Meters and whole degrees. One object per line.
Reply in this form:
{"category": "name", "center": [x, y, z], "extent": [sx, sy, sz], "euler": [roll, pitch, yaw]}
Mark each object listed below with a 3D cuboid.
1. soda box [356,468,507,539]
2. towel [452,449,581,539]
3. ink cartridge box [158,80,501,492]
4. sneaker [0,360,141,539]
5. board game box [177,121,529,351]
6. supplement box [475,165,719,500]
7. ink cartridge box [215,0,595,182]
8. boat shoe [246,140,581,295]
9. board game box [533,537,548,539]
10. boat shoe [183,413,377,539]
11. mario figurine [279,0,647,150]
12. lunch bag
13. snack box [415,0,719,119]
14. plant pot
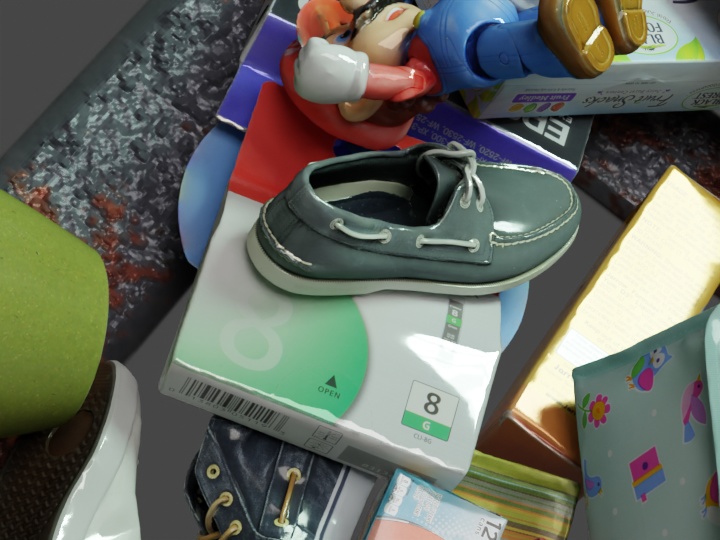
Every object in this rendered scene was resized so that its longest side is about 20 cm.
{"category": "soda box", "center": [0.002, 0.202, 1.153], "extent": [0.064, 0.068, 0.200], "euler": [24, 71, -1]}
{"category": "towel", "center": [0.047, 0.188, 1.205], "extent": [0.086, 0.018, 0.200], "euler": [13, 68, 13]}
{"category": "ink cartridge box", "center": [0.000, 0.000, 1.224], "extent": [0.161, 0.050, 0.200], "euler": [21, 63, -8]}
{"category": "sneaker", "center": [-0.139, 0.142, 1.179], "extent": [0.085, 0.073, 0.200], "euler": [44, 43, -35]}
{"category": "board game box", "center": [-0.009, -0.006, 1.292], "extent": [0.200, 0.039, 0.158], "euler": [36, 51, 6]}
{"category": "supplement box", "center": [0.142, 0.037, 1.313], "extent": [0.069, 0.067, 0.200], "euler": [34, 60, 0]}
{"category": "ink cartridge box", "center": [0.039, -0.117, 1.342], "extent": [0.198, 0.043, 0.200], "euler": [26, 46, -6]}
{"category": "boat shoe", "center": [0.039, -0.031, 1.208], "extent": [0.200, 0.062, 0.073], "euler": [-7, 53, -32]}
{"category": "board game box", "center": [0.161, 0.218, 1.215], "extent": [0.200, 0.019, 0.103], "euler": [26, 53, -28]}
{"category": "boat shoe", "center": [-0.056, 0.140, 1.198], "extent": [0.091, 0.071, 0.200], "euler": [26, 53, -3]}
{"category": "mario figurine", "center": [0.038, -0.129, 1.212], "extent": [0.123, 0.200, 0.106], "euler": [21, 66, -51]}
{"category": "lunch bag", "center": [0.207, 0.102, 1.158], "extent": [0.122, 0.200, 0.170], "euler": [12, 64, -35]}
{"category": "snack box", "center": [0.128, -0.158, 1.357], "extent": [0.200, 0.053, 0.142], "euler": [-5, 58, -33]}
{"category": "plant pot", "center": [-0.232, 0.016, 1.148], "extent": [0.200, 0.187, 0.187], "euler": [13, 61, -27]}
